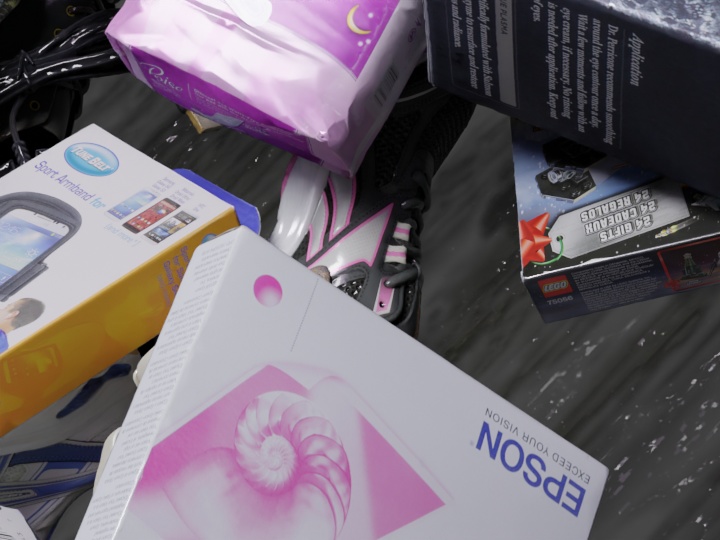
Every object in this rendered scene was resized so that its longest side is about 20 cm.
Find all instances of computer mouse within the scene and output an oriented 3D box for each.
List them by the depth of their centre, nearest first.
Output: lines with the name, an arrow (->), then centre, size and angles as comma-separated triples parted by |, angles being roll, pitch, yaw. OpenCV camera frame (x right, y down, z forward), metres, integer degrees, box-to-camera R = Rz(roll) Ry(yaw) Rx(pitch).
computer mouse -> -0.122, -0.028, 1.153 | 0.140, 0.046, 0.201 | -25, 67, -7

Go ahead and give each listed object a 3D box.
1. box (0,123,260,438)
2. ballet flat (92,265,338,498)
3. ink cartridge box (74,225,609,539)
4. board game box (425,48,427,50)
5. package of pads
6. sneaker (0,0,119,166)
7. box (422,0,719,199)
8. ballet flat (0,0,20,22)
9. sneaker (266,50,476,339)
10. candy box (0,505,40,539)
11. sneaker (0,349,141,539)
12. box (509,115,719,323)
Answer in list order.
box -> -0.141, 0.005, 1.031 | 0.199, 0.042, 0.119 | -36, 39, -22
ballet flat -> -0.065, 0.067, 0.965 | 0.067, 0.068, 0.201 | 28, 54, -11
ink cartridge box -> -0.011, 0.117, 0.920 | 0.043, 0.196, 0.201 | -24, 39, 52
board game box -> -0.009, -0.192, 1.154 | 0.159, 0.097, 0.201 | -34, 70, -2
package of pads -> -0.011, -0.151, 1.047 | 0.120, 0.076, 0.201 | 26, 80, 13
sneaker -> -0.146, -0.122, 1.235 | 0.199, 0.075, 0.107 | -35, 62, -2
box -> 0.154, -0.147, 0.992 | 0.199, 0.118, 0.198 | 22, 67, 15
ballet flat -> -0.198, -0.139, 1.135 | 0.071, 0.072, 0.201 | -5, 37, 21
sneaker -> 0.000, 0.000, 1.081 | 0.086, 0.080, 0.201 | 30, 80, 24
candy box -> -0.155, 0.217, 0.934 | 0.168, 0.071, 0.200 | -46, 63, 10
sneaker -> -0.175, 0.100, 1.034 | 0.199, 0.089, 0.075 | -24, 23, -11
box -> 0.165, -0.063, 1.059 | 0.198, 0.040, 0.138 | -13, 52, 15
